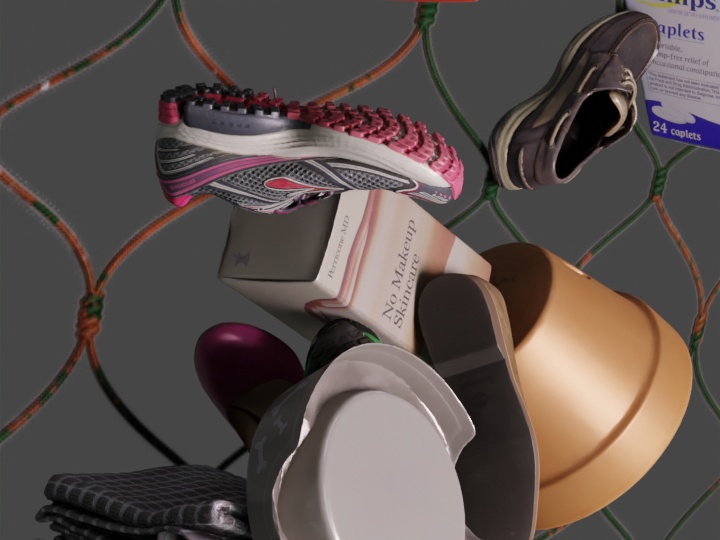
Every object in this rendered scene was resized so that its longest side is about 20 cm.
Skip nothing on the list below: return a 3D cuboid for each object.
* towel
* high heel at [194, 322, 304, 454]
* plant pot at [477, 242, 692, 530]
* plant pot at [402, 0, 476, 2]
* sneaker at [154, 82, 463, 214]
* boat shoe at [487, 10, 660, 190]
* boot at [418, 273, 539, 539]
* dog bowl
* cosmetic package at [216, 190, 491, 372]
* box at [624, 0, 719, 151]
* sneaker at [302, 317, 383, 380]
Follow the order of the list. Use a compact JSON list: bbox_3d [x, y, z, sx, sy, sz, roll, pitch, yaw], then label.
[{"bbox_3d":[-0.095,0.177,1.456,0.200,0.165,0.086,9,93,-52],"label":"towel"},{"bbox_3d":[-0.050,0.115,1.529,0.067,0.096,0.200,-31,138,7],"label":"high heel"},{"bbox_3d":[0.127,0.074,1.674,0.140,0.200,0.200,44,69,-30],"label":"plant pot"},{"bbox_3d":[-0.053,-0.265,1.326,0.176,0.200,0.200,-13,114,-33],"label":"plant pot"},{"bbox_3d":[-0.032,-0.069,1.430,0.081,0.200,0.075,-56,154,-70],"label":"sneaker"},{"bbox_3d":[0.182,-0.126,1.736,0.200,0.073,0.075,-48,136,-26],"label":"boat shoe"},{"bbox_3d":[0.093,0.100,1.538,0.075,0.074,0.200,2,78,-67],"label":"boot"},{"bbox_3d":[0.006,0.150,1.409,0.200,0.059,0.200,24,57,-44],"label":"dog bowl"},{"bbox_3d":[0.000,0.000,1.546,0.200,0.087,0.103,35,64,-50],"label":"cosmetic package"},{"bbox_3d":[0.314,-0.230,1.829,0.184,0.105,0.200,-43,133,-31],"label":"box"},{"bbox_3d":[0.006,0.097,1.544,0.200,0.078,0.085,68,8,-48],"label":"sneaker"}]
